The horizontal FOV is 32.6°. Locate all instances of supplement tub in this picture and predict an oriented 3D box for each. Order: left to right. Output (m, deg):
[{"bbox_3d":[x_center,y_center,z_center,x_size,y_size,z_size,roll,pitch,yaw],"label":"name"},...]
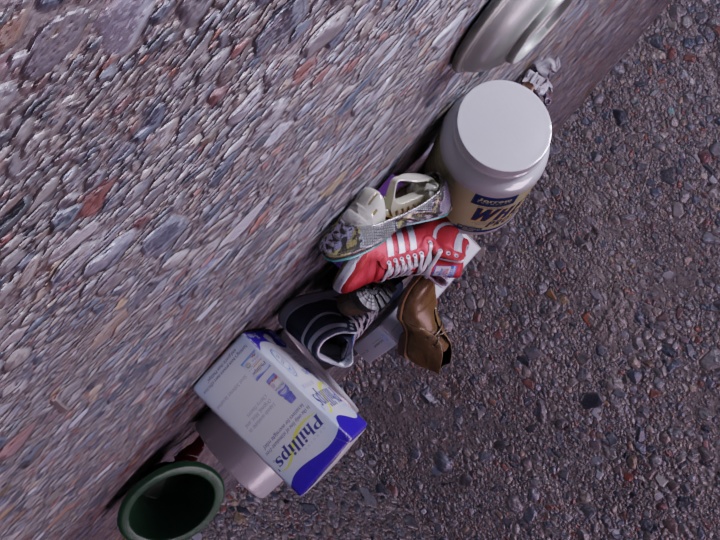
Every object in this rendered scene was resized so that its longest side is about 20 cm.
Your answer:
[{"bbox_3d":[0.163,-0.145,1.597,0.145,0.145,0.200,-44,172,-19],"label":"supplement tub"}]

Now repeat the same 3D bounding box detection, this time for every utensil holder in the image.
[{"bbox_3d":[-0.130,0.221,1.883,0.200,0.170,0.170,-44,174,-1],"label":"utensil holder"}]

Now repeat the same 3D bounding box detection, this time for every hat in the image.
[{"bbox_3d":[-0.309,0.306,1.887,0.166,0.176,0.200,-44,137,6],"label":"hat"}]

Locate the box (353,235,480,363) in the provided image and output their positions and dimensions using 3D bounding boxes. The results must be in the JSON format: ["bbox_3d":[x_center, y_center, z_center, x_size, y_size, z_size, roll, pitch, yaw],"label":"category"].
[{"bbox_3d":[0.082,0.041,1.835,0.200,0.041,0.156,-46,-179,-21],"label":"box"}]

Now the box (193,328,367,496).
[{"bbox_3d":[-0.101,0.183,1.641,0.105,0.200,0.184,-47,174,4],"label":"box"}]

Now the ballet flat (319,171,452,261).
[{"bbox_3d":[0.029,-0.076,1.504,0.198,0.073,0.072,-24,164,-31],"label":"ballet flat"}]

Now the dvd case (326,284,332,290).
[{"bbox_3d":[0.000,0.000,1.856,0.149,0.016,0.200,-47,-174,7],"label":"dvd case"}]

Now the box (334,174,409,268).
[{"bbox_3d":[0.025,-0.066,1.671,0.137,0.039,0.200,-48,174,10],"label":"box"}]

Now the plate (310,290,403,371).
[{"bbox_3d":[-0.002,0.098,2.026,0.200,0.033,0.199,-40,-173,-36],"label":"plate"}]

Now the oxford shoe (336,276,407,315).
[{"bbox_3d":[0.032,-0.008,1.656,0.200,0.073,0.084,-39,-172,-38],"label":"oxford shoe"}]

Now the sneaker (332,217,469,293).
[{"bbox_3d":[0.060,-0.008,1.560,0.200,0.112,0.071,-40,169,-33],"label":"sneaker"}]

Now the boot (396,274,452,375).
[{"bbox_3d":[0.095,0.071,1.679,0.074,0.075,0.201,-43,152,-23],"label":"boot"}]

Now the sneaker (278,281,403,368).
[{"bbox_3d":[-0.004,0.067,1.707,0.198,0.108,0.071,-18,131,-28],"label":"sneaker"}]

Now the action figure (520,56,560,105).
[{"bbox_3d":[0.255,-0.257,1.930,0.130,0.069,0.201,-31,161,-53],"label":"action figure"}]

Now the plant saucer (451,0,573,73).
[{"bbox_3d":[0.181,-0.277,1.320,0.200,0.050,0.200,-46,174,-6],"label":"plant saucer"}]
